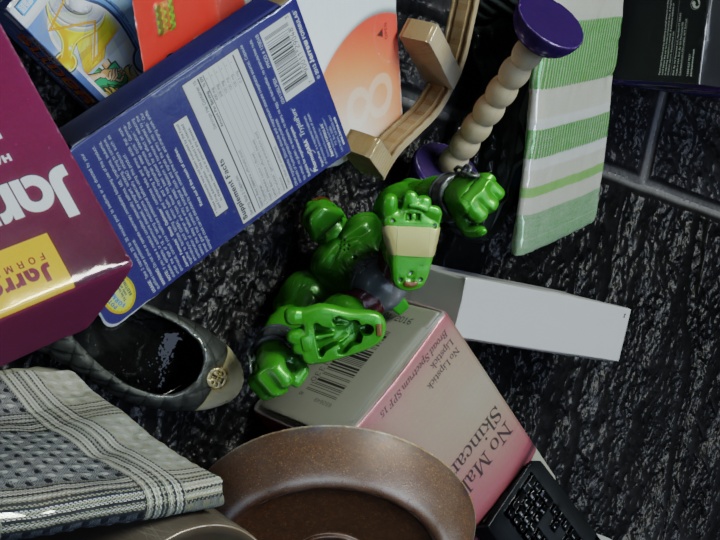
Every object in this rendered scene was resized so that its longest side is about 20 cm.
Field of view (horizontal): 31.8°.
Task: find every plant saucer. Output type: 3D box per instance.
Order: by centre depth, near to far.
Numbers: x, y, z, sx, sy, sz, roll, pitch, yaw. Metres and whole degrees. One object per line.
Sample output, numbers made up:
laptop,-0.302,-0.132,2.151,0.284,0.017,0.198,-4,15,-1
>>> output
plant saucer,-0.020,0.187,0.870,0.200,0.200,0.035,56,21,-33

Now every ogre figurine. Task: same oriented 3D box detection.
ogre figurine,0.000,0.000,0.859,0.098,0.120,0.200,28,97,-15

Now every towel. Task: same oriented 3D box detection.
towel,-0.199,0.089,0.679,0.192,0.200,0.035,-1,106,-40
towel,0.158,-0.123,0.976,0.152,0.023,0.201,-21,119,-56

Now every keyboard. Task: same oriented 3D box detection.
keyboard,0.163,0.245,0.954,0.104,0.040,0.200,-48,113,-23

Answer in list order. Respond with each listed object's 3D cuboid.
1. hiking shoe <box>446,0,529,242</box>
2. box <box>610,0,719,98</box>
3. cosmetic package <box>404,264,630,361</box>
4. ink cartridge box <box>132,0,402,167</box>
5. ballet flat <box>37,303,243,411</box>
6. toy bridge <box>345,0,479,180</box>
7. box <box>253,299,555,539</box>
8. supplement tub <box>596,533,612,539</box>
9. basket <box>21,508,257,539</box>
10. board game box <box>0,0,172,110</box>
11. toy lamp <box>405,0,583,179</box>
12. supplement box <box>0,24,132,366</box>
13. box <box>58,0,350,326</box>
hiking shoe,0.124,-0.116,0.992,0.087,0.074,0.201,13,91,-42
box,0.294,-0.189,1.076,0.200,0.141,0.079,-1,102,-40
cosmetic package,0.121,0.034,1.015,0.200,0.082,0.051,11,92,-40
ink cartridge box,-0.050,-0.135,0.819,0.200,0.050,0.163,-37,135,-42
ballet flat,-0.149,0.047,0.805,0.200,0.057,0.067,29,77,-40
toy bridge,0.050,-0.151,0.889,0.200,0.027,0.067,-64,151,-14
box,0.037,0.130,0.946,0.128,0.109,0.200,-50,126,-21
supplement tub,0.171,0.338,1.077,0.144,0.144,0.201,-16,109,-37
basket,-0.148,0.172,0.738,0.180,0.200,0.136,29,80,-41
board game box,-0.122,-0.190,0.795,0.135,0.034,0.200,46,69,-36
toy lamp,0.087,-0.106,0.905,0.058,0.200,0.058,17,47,-19
supplement box,-0.227,-0.046,0.635,0.131,0.103,0.200,-26,82,-35
box,-0.103,-0.069,0.770,0.200,0.032,0.121,-39,132,-21
